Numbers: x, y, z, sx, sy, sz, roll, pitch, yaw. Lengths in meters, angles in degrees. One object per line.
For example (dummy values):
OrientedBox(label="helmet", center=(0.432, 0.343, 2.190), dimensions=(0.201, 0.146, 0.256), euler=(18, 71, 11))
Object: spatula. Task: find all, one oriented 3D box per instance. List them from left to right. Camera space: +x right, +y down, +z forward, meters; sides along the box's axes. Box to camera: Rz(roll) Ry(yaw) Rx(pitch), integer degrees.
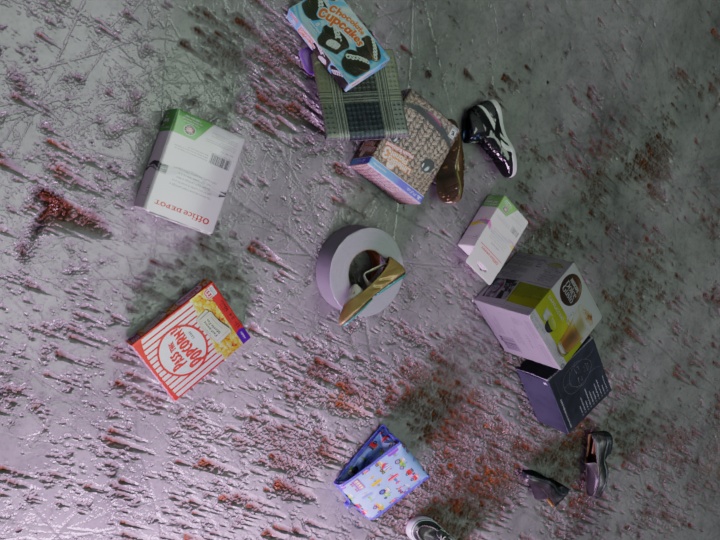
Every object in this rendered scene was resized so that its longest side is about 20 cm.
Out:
OrientedBox(label="spatula", center=(-0.048, -0.476, 1.567), dimensions=(0.199, 0.021, 0.057), euler=(-31, 111, -25))

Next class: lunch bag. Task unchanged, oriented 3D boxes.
OrientedBox(label="lunch bag", center=(0.041, 0.502, 1.758), dimensions=(0.200, 0.094, 0.151), euler=(-42, 121, -9))

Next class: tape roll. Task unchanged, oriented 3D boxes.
OrientedBox(label="tape roll", center=(0.000, 0.000, 1.652), dimensions=(0.199, 0.066, 0.202), euler=(-7, 102, -32))

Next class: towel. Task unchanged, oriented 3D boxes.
OrientedBox(label="towel", center=(-0.001, -0.370, 1.539), dimensions=(0.191, 0.035, 0.201), euler=(-7, 83, -18))

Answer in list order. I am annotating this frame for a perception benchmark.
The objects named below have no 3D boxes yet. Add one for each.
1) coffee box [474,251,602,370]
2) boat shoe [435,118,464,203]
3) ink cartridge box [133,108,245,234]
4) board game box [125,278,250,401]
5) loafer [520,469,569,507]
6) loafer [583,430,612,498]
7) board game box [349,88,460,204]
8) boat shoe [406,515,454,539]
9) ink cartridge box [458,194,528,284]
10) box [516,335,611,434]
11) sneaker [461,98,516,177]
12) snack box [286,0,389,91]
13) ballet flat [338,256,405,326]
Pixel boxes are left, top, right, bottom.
OrientedBox(label="coffee box", center=(0.459, 0.098, 1.882), dimensions=(0.198, 0.200, 0.200), euler=(-45, 119, -18))
OrientedBox(label="boat shoe", center=(0.215, -0.260, 1.753), dimensions=(0.067, 0.072, 0.201), euler=(-7, 95, -65))
OrientedBox(label="ink cartridge box", center=(-0.328, -0.187, 1.398), dimensions=(0.146, 0.084, 0.201), euler=(21, 87, -33))
OrientedBox(label="board game box", center=(-0.342, 0.138, 1.466), dimensions=(0.200, 0.046, 0.152), euler=(-41, 117, -20))
OrientedBox(label="loafer", center=(0.522, 0.627, 2.090), dimensions=(0.200, 0.073, 0.073), euler=(31, 85, -31))
OrientedBox(label="loafer", center=(0.699, 0.580, 2.192), dimensions=(0.072, 0.073, 0.201), euler=(11, 83, -24))
OrientedBox(label="board game box", center=(0.100, -0.275, 1.640), dimensions=(0.159, 0.097, 0.201), euler=(33, 80, -24))
OrientedBox(label="boat shoe", center=(0.203, 0.698, 1.895), dimensions=(0.200, 0.071, 0.072), euler=(36, 79, -31))
OrientedBox(label="ink cartridge box", center=(0.326, -0.077, 1.846), dimensions=(0.117, 0.067, 0.201), euler=(41, 75, -31))
OrientedBox(label="box", center=(0.569, 0.306, 2.033), dimensions=(0.196, 0.124, 0.201), euler=(-37, 116, -24))
OrientedBox(label="sneaker", center=(0.308, -0.310, 1.800), dimensions=(0.111, 0.073, 0.201), euler=(-26, 103, -23))
OrientedBox(label="snack box", center=(-0.046, -0.481, 1.509), dimensions=(0.116, 0.037, 0.200), euler=(-38, 88, -22))
OrientedBox(label="ballet flat", center=(0.013, 0.043, 1.602), dimensions=(0.200, 0.069, 0.063), euler=(-39, 89, -24))
